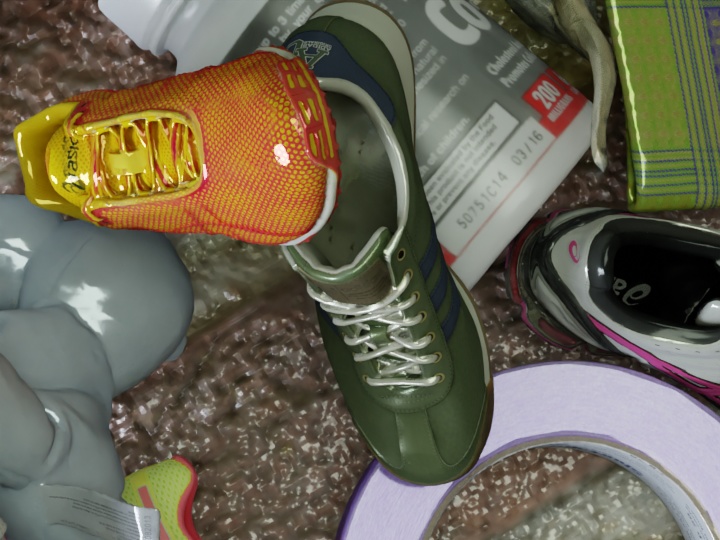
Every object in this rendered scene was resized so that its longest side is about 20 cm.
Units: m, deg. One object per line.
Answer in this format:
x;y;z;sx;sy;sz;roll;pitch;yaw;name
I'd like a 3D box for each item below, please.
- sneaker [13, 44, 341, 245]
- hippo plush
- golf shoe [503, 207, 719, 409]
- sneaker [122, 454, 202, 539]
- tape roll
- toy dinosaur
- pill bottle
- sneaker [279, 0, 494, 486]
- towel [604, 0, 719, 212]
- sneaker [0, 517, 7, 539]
-0.069;-0.037;0.846;0.077;0.200;0.073;-14;94;-29;sneaker
-0.137;0.026;0.931;0.199;0.160;0.161;10;52;22;hippo plush
0.164;0.024;0.985;0.199;0.092;0.073;14;85;-17;golf shoe
-0.047;0.163;0.973;0.090;0.078;0.200;-40;87;-9;sneaker
0.086;0.141;0.990;0.199;0.066;0.201;1;84;-5;tape roll
0.075;-0.123;0.949;0.047;0.200;0.088;-25;117;8;toy dinosaur
-0.005;-0.086;0.984;0.200;0.114;0.114;40;83;1;pill bottle
0.000;0.000;0.897;0.067;0.090;0.201;-9;103;17;sneaker
0.186;-0.099;1.006;0.199;0.023;0.144;-8;86;-31;towel
-0.161;0.121;0.846;0.200;0.088;0.081;34;48;0;sneaker
